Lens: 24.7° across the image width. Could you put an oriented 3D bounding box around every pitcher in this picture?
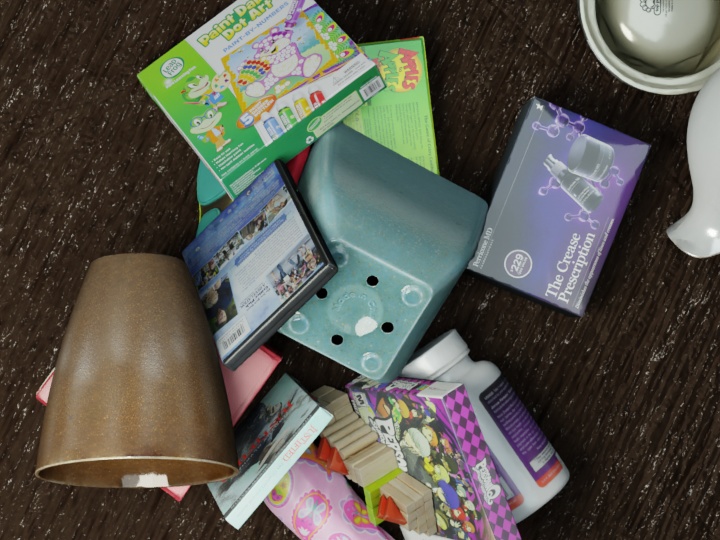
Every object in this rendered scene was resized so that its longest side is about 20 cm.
[{"bbox_3d":[0.425,-0.120,1.752,0.171,0.121,0.200,-5,123,-20],"label":"pitcher"}]

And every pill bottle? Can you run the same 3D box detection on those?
[{"bbox_3d":[0.123,0.166,1.743,0.111,0.111,0.200,-34,91,-4],"label":"pill bottle"}]

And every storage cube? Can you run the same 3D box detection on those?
[{"bbox_3d":[-0.201,0.107,1.695,0.180,0.171,0.200,35,88,-1],"label":"storage cube"}]

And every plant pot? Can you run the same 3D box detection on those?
[{"bbox_3d":[0.000,0.000,1.657,0.196,0.200,0.197,28,111,-7],"label":"plant pot"},{"bbox_3d":[-0.207,0.092,1.535,0.187,0.187,0.200,-1,74,-4],"label":"plant pot"}]

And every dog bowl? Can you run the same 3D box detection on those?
[{"bbox_3d":[0.328,-0.286,1.785,0.200,0.074,0.201,0,90,-4],"label":"dog bowl"}]

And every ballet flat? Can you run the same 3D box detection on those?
[{"bbox_3d":[-0.139,-0.062,1.748,0.067,0.067,0.200,27,55,-38],"label":"ballet flat"}]

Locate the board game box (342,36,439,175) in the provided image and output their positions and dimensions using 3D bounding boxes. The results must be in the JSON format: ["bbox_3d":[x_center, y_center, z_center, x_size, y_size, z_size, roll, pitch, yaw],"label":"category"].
[{"bbox_3d":[0.028,-0.145,1.775,0.101,0.048,0.200,-7,90,-4],"label":"board game box"}]

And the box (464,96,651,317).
[{"bbox_3d":[0.207,-0.067,1.772,0.141,0.079,0.200,22,88,0],"label":"box"}]

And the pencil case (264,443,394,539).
[{"bbox_3d":[-0.036,0.261,1.747,0.087,0.087,0.200,-42,92,-4],"label":"pencil case"}]

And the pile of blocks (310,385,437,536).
[{"bbox_3d":[-0.004,0.210,1.722,0.062,0.082,0.200,-27,59,-27],"label":"pile of blocks"}]

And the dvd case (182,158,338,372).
[{"bbox_3d":[-0.101,-0.009,1.590,0.143,0.200,0.018,-43,126,12],"label":"dvd case"}]

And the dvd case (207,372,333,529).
[{"bbox_3d":[-0.099,0.180,1.685,0.022,0.200,0.146,41,87,-15],"label":"dvd case"}]

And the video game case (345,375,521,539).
[{"bbox_3d":[0.076,0.205,1.690,0.036,0.181,0.200,-28,105,-29],"label":"video game case"}]

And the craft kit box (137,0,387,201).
[{"bbox_3d":[-0.105,-0.198,1.716,0.200,0.049,0.198,-38,50,-4],"label":"craft kit box"}]

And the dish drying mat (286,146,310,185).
[{"bbox_3d":[-0.099,-0.055,1.680,0.018,0.077,0.200,40,47,-27],"label":"dish drying mat"}]
